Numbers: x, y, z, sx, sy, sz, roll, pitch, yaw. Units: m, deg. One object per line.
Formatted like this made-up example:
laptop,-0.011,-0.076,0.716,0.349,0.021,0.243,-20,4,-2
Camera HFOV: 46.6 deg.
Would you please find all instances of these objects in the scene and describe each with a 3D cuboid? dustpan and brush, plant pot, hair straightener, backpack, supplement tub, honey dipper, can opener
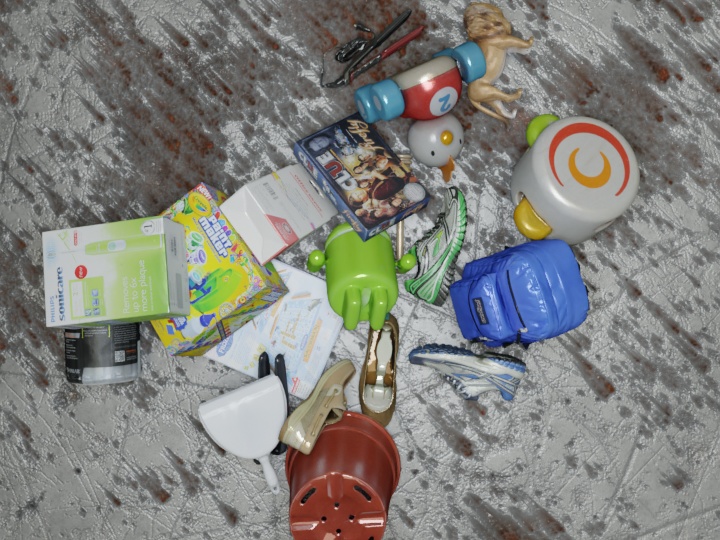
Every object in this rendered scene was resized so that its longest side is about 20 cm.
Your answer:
dustpan and brush,-0.166,0.277,1.346,0.139,0.057,0.201,-21,98,-11
plant pot,-0.031,0.353,1.333,0.199,0.195,0.203,0,100,1
hair straightener,0.008,-0.381,1.419,0.199,0.041,0.077,-35,90,5
backpack,0.252,0.047,1.319,0.167,0.200,0.164,-23,93,-28
supplement tub,-0.428,0.083,1.382,0.121,0.123,0.202,-1,91,0
honey dipper,0.067,-0.095,1.420,0.038,0.038,0.202,2,93,0
can opener,-0.144,0.226,1.387,0.063,0.079,0.202,8,112,1

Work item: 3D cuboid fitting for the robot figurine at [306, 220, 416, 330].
robot figurine,0.000,0.000,1.356,0.174,0.116,0.201,0,47,-6

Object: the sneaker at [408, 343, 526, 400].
sneaker,0.176,0.177,1.405,0.198,0.077,0.086,10,95,1

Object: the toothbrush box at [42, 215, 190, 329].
toothbrush box,-0.370,0.006,1.269,0.198,0.086,0.147,-6,83,12

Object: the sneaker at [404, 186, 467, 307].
sneaker,0.128,-0.045,1.399,0.085,0.078,0.202,16,92,1

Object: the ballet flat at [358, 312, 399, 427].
ballet flat,0.034,0.171,1.405,0.067,0.072,0.202,8,91,-1

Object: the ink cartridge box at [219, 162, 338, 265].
ink cartridge box,-0.127,-0.098,1.364,0.067,0.200,0.117,-35,91,30

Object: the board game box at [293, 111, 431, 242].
board game box,0.001,-0.156,1.362,0.135,0.035,0.200,-30,70,-25

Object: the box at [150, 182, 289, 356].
box,-0.256,0.002,1.351,0.192,0.122,0.201,-36,77,8

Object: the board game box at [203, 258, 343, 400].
board game box,-0.136,0.091,1.420,0.198,0.041,0.201,24,90,0

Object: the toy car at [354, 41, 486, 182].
toy car,0.121,-0.239,1.361,0.183,0.177,0.201,-27,104,-11

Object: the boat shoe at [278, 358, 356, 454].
boat shoe,-0.055,0.223,1.362,0.064,0.200,0.072,30,135,14

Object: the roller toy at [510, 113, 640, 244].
roller toy,0.342,-0.140,1.352,0.181,0.140,0.202,10,69,-8

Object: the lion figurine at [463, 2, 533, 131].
lion figurine,0.217,-0.342,1.398,0.121,0.072,0.202,12,95,8
